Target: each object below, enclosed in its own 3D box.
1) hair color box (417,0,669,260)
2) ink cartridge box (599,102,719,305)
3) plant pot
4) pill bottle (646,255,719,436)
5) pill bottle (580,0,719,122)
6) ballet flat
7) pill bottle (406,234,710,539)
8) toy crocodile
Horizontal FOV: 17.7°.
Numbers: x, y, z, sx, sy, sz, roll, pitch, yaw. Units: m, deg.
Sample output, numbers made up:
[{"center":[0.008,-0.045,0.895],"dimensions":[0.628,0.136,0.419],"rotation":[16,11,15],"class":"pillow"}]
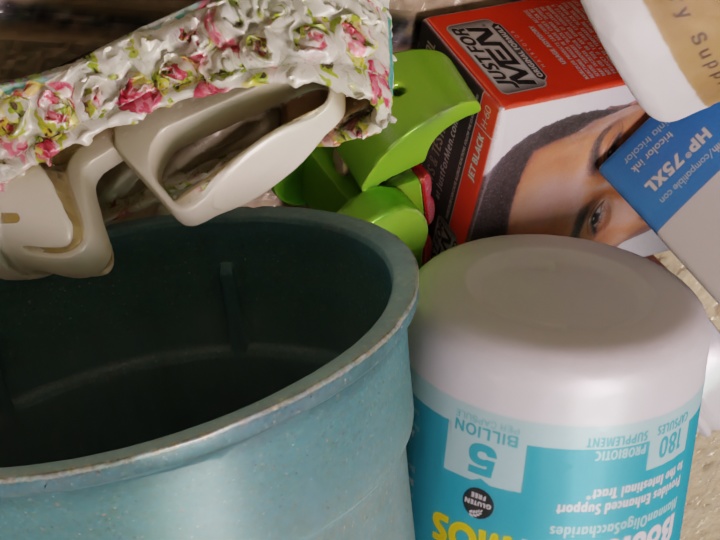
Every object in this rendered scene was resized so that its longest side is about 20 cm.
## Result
[{"center":[0.113,-0.060,0.906],"dimensions":[0.199,0.061,0.102],"rotation":[-14,138,-27],"class":"hair color box"},{"center":[0.185,0.023,0.836],"dimensions":[0.067,0.200,0.116],"rotation":[-43,143,8],"class":"ink cartridge box"},{"center":[-0.063,0.108,0.768],"dimensions":[0.199,0.200,0.197],"rotation":[-19,112,-22],"class":"plant pot"},{"center":[0.065,0.082,0.975],"dimensions":[0.200,0.111,0.111],"rotation":[-39,143,1],"class":"pill bottle"},{"center":[0.167,-0.141,0.779],"dimensions":[0.199,0.115,0.114],"rotation":[-25,145,15],"class":"pill bottle"},{"center":[-0.077,-0.037,0.741],"dimensions":[0.199,0.064,0.076],"rotation":[-27,151,8],"class":"ballet flat"},{"center":[0.063,0.096,0.853],"dimensions":[0.110,0.111,0.201],"rotation":[-12,119,-30],"class":"pill bottle"},{"center":[0.000,0.000,0.872],"dimensions":[0.062,0.068,0.201],"rotation":[-18,138,-25],"class":"toy crocodile"}]
